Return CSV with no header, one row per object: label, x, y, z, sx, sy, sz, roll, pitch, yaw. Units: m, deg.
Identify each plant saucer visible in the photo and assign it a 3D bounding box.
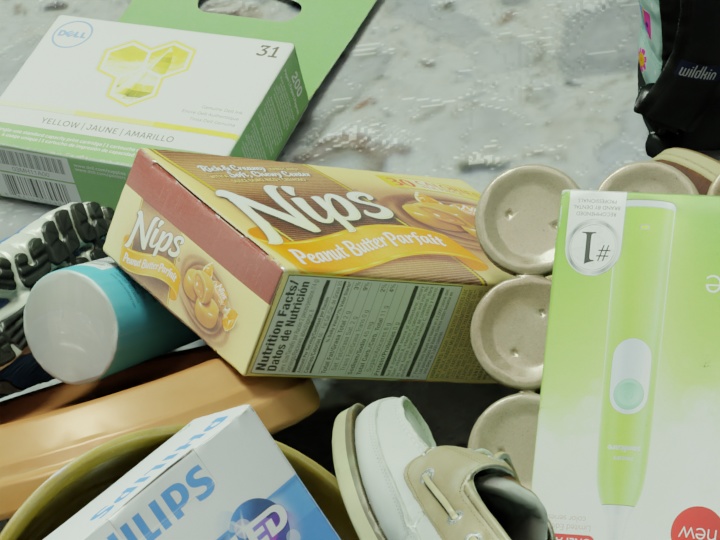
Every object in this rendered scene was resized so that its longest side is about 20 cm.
plant saucer,-0.117,0.069,1.271,0.199,0.038,0.200,-16,3,1

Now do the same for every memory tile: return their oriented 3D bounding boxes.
memory tile,0.145,0.026,1.249,0.198,0.017,0.154,-1,76,7

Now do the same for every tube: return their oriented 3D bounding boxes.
tube,-0.077,0.007,1.357,0.077,0.051,0.200,24,22,25

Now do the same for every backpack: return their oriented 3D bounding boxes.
backpack,0.192,-0.166,1.409,0.166,0.201,0.127,-16,41,-2

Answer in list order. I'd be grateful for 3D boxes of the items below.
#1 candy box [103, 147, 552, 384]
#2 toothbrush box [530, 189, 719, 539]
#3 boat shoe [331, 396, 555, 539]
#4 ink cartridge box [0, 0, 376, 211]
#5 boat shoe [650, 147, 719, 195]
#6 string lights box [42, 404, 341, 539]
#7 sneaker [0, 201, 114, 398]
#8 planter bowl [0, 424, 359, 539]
candy box,0.000,0.000,1.308,0.199,0.056,0.115,3,25,-42
toothbrush box,0.147,0.076,1.175,0.145,0.086,0.201,4,77,16
boat shoe,0.041,0.106,1.124,0.068,0.075,0.200,-33,32,8
ink cartridge box,-0.092,-0.108,1.537,0.145,0.048,0.201,9,49,24
boat shoe,0.165,0.022,1.312,0.072,0.072,0.200,-25,50,-12
string lights box,-0.033,0.163,1.114,0.103,0.201,0.059,-37,8,-26
sneaker,-0.167,0.021,1.353,0.089,0.079,0.199,-25,-11,36
planter bowl,-0.078,0.165,1.172,0.200,0.201,0.083,-39,10,-26
